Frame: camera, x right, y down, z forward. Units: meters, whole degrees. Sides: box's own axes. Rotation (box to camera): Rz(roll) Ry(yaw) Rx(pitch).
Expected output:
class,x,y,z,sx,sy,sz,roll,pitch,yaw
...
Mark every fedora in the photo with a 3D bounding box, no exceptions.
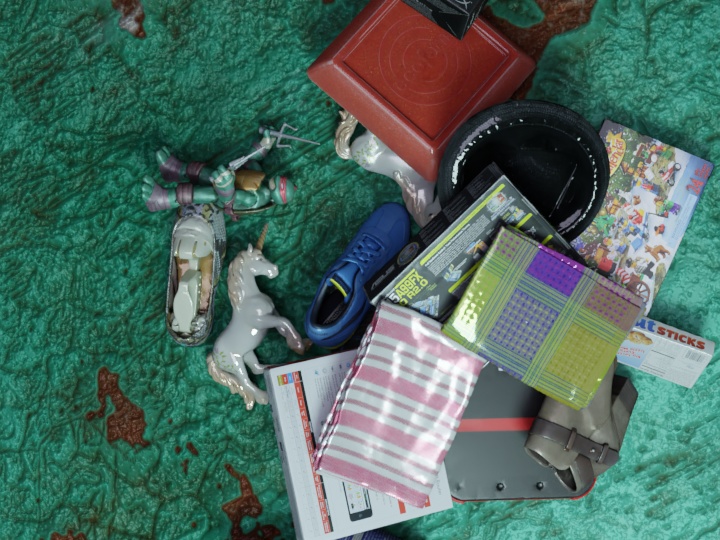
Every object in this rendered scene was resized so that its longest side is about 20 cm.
class,x,y,z,sx,sy,sz,roll,pitch,yaw
fedora,0.176,-0.113,1.261,0.198,0.092,0.203,-5,116,-9

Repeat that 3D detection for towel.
class,x,y,z,sx,sy,sz,roll,pitch,yaw
towel,0.200,0.053,1.209,0.199,0.023,0.145,27,99,-14
towel,0.047,0.148,1.211,0.145,0.030,0.202,22,95,-19

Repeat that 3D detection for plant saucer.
class,x,y,z,sx,sy,sz,roll,pitch,yaw
plant saucer,0.073,-0.239,1.290,0.200,0.037,0.200,41,78,5

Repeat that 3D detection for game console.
class,x,y,z,sx,sy,sz,roll,pitch,yaw
game console,0.186,0.185,1.326,0.197,0.031,0.179,0,90,-9

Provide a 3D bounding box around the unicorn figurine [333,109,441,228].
class,x,y,z,sx,sy,sz,roll,pitch,yaw
unicorn figurine,0.057,-0.132,1.327,0.199,0.074,0.139,27,100,22

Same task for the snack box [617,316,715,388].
class,x,y,z,sx,sy,sz,roll,pitch,yaw
snack box,0.303,0.076,1.302,0.198,0.072,0.024,20,54,7

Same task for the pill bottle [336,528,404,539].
class,x,y,z,sx,sy,sz,roll,pitch,yaw
pill bottle,0.021,0.372,1.349,0.198,0.112,0.113,24,98,7

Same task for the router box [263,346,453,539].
class,x,y,z,sx,sy,sz,roll,pitch,yaw
router box,-0.003,0.191,1.268,0.177,0.049,0.202,-11,87,-14

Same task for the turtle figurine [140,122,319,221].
class,x,y,z,sx,sy,sz,roll,pitch,yaw
turtle figurine,-0.151,-0.110,1.326,0.198,0.150,0.102,-1,111,11

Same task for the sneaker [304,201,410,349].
class,x,y,z,sx,sy,sz,roll,pitch,yaw
sneaker,0.000,0.000,1.313,0.066,0.079,0.201,29,76,14

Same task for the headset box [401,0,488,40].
class,x,y,z,sx,sy,sz,roll,pitch,yaw
headset box,0.112,-0.390,1.264,0.148,0.077,0.201,33,79,4

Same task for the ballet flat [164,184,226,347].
class,x,y,z,sx,sy,sz,roll,pitch,yaw
ballet flat,-0.205,-0.003,1.373,0.071,0.072,0.203,6,96,8

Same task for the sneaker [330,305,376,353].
class,x,y,z,sx,sy,sz,roll,pitch,yaw
sneaker,0.001,0.120,1.356,0.075,0.078,0.201,25,85,47

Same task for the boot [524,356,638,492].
class,x,y,z,sx,sy,sz,roll,pitch,yaw
boot,0.234,0.148,1.273,0.200,0.070,0.146,47,71,-16

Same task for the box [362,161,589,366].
class,x,y,z,sx,sy,sz,roll,pitch,yaw
box,0.127,0.007,1.229,0.200,0.044,0.160,-44,114,9

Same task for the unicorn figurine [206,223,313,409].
class,x,y,z,sx,sy,sz,roll,pitch,yaw
unicorn figurine,-0.126,0.067,1.356,0.137,0.074,0.201,37,101,6

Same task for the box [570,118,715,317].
class,x,y,z,sx,sy,sz,roll,pitch,yaw
box,0.307,-0.057,1.304,0.135,0.038,0.202,23,98,6
